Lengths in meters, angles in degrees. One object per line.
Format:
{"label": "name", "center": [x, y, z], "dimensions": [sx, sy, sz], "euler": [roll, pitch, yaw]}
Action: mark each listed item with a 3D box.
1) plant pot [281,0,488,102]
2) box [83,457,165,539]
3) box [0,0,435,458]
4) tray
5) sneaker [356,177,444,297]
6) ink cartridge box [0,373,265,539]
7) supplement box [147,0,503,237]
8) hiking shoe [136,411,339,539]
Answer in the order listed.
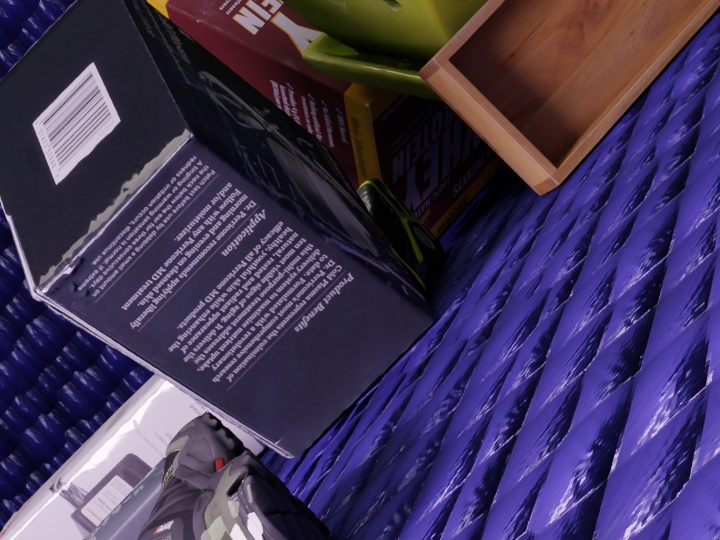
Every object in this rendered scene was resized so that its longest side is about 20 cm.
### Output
{"label": "plant pot", "center": [0.046, -0.219, 1.215], "dimensions": [0.199, 0.182, 0.200], "euler": [-41, 32, -23]}
{"label": "box", "center": [-0.159, 0.194, 1.139], "dimensions": [0.200, 0.051, 0.158], "euler": [-46, 5, -7]}
{"label": "box", "center": [-0.091, -0.032, 1.106], "dimensions": [0.124, 0.197, 0.200], "euler": [-44, 38, 10]}
{"label": "tray", "center": [0.135, -0.149, 1.135], "dimensions": [0.200, 0.099, 0.037], "euler": [-47, 4, -18]}
{"label": "sneaker", "center": [0.000, 0.000, 1.252], "dimensions": [0.076, 0.075, 0.200], "euler": [-43, 3, 19]}
{"label": "ink cartridge box", "center": [-0.153, 0.143, 1.352], "dimensions": [0.200, 0.083, 0.145], "euler": [-45, 4, 10]}
{"label": "supplement box", "center": [-0.020, -0.135, 1.424], "dimensions": [0.133, 0.200, 0.197], "euler": [-48, -29, -24]}
{"label": "hiking shoe", "center": [-0.069, 0.115, 0.773], "dimensions": [0.101, 0.076, 0.200], "euler": [-43, 4, -7]}
